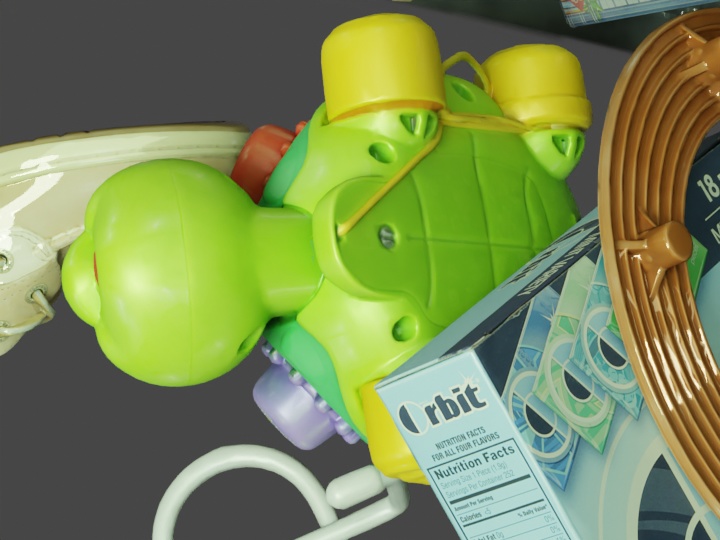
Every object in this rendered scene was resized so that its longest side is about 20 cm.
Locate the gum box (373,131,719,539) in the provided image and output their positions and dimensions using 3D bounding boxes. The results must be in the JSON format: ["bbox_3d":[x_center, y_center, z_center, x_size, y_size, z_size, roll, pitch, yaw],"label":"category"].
[{"bbox_3d":[0.111,0.079,0.711,0.170,0.044,0.200,-36,99,-47],"label":"gum box"}]

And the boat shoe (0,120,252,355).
[{"bbox_3d":[-0.128,-0.004,0.781,0.199,0.072,0.065,-15,92,1],"label":"boat shoe"}]

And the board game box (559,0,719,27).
[{"bbox_3d":[0.175,-0.139,0.720,0.199,0.200,0.062,-24,102,-12],"label":"board game box"}]

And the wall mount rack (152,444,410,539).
[{"bbox_3d":[-0.042,0.152,0.741,0.173,0.075,0.201,-24,71,-2],"label":"wall mount rack"}]

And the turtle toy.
[{"bbox_3d":[0.000,0.000,0.739,0.101,0.200,0.146,-16,76,41],"label":"turtle toy"}]

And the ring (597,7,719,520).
[{"bbox_3d":[0.147,0.008,0.733,0.200,0.019,0.201,21,58,-38],"label":"ring"}]
